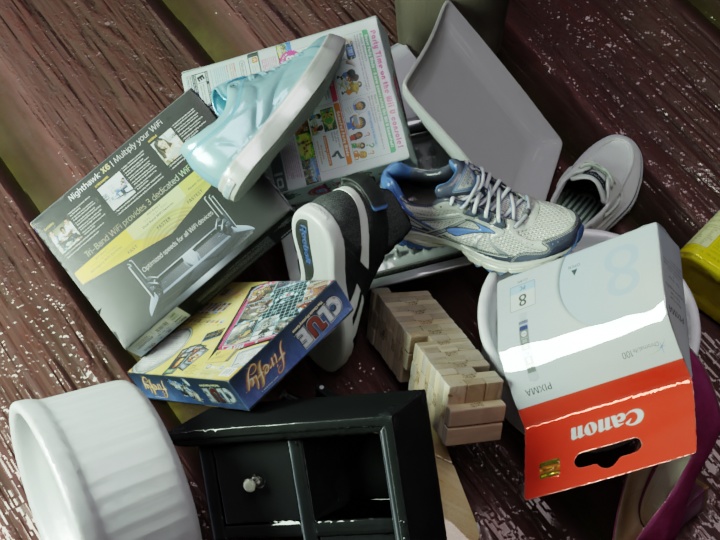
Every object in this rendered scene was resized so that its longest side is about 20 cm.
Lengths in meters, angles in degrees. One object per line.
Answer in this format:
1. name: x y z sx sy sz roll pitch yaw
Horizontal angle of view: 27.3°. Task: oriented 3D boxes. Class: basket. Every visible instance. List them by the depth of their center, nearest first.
1. basket: 0.096 -0.325 1.554 0.136 0.200 0.180 -24 45 -27

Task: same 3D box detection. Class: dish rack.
1. dish rack: 0.020 -0.057 1.453 0.199 0.044 0.172 -14 65 3

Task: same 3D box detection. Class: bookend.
1. bookend: -0.037 0.210 1.223 0.199 0.092 0.199 -5 97 21

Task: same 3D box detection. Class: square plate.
1. square plate: 0.119 -0.148 1.460 0.198 0.028 0.200 49 34 -17

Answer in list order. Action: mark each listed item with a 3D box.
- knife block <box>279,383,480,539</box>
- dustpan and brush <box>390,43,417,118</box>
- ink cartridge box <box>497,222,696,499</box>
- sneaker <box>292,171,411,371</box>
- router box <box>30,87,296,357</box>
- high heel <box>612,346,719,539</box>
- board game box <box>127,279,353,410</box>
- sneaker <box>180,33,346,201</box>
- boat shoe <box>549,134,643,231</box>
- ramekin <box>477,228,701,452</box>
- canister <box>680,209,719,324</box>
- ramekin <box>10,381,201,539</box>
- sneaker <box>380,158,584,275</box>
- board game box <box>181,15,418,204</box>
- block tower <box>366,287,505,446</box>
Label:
1. knife block: -0.006 0.190 1.297 0.175 0.064 0.200 -15 58 -10
2. dustpan and brush: 0.043 -0.129 1.529 0.139 0.057 0.200 -32 55 -7
3. ink cartridge box: 0.190 0.074 1.221 0.160 0.047 0.200 -21 48 31
4. sneaker: 0.000 0.000 1.350 0.112 0.200 0.073 -34 56 -29
5. router box: -0.179 -0.044 1.371 0.200 0.052 0.157 -40 75 0
6. high heel: 0.248 0.154 1.250 0.096 0.200 0.067 -28 44 -26
7. board game box: -0.110 0.063 1.321 0.135 0.200 0.035 -44 111 -25
8. sneaker: -0.087 -0.157 1.334 0.082 0.074 0.200 35 59 2
9. boat shoe: 0.231 -0.073 1.477 0.073 0.067 0.200 24 59 14
10. ramekin: 0.204 0.069 1.362 0.200 0.098 0.201 0 56 0
11. canister: 0.415 -0.027 1.439 0.148 0.087 0.200 38 65 22
12. ramekin: -0.206 0.188 1.211 0.097 0.201 0.201 -18 58 -22
13. sneaker: 0.103 -0.055 1.347 0.199 0.085 0.077 8 50 22
14. board game box: -0.058 -0.143 1.427 0.199 0.064 0.148 -14 77 9
15. block tower: 0.066 0.081 1.326 0.058 0.054 0.200 -3 27 -22
